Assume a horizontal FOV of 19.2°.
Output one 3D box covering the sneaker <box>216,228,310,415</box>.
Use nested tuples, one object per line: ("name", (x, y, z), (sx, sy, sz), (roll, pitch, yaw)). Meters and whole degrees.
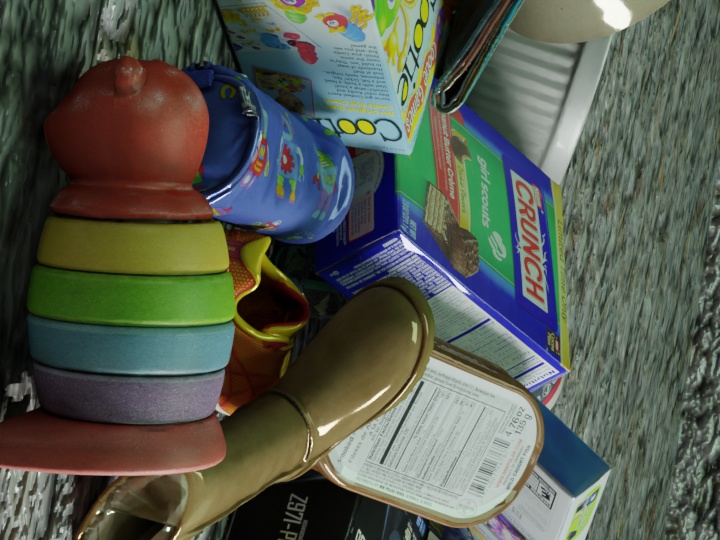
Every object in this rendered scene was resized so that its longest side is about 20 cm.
("sneaker", (-0.065, 0.042, 1.302), (0.200, 0.076, 0.074), (67, 34, -62))

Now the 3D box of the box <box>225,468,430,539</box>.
("box", (-0.025, 0.208, 1.491), (0.200, 0.085, 0.165), (68, 35, -59))

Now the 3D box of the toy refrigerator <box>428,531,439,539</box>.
("toy refrigerator", (0.056, 0.254, 1.656), (0.200, 0.069, 0.076), (-104, -143, -73))

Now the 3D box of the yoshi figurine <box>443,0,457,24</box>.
("yoshi figurine", (0.058, -0.266, 1.440), (0.112, 0.112, 0.201), (25, 91, -31))

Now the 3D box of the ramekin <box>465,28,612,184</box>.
("ramekin", (0.139, -0.176, 1.723), (0.200, 0.104, 0.202), (18, 90, -89))

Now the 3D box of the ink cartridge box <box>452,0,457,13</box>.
("ink cartridge box", (0.075, -0.308, 1.644), (0.100, 0.039, 0.201), (67, 35, -58))

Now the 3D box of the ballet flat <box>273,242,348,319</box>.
("ballet flat", (0.000, 0.000, 1.502), (0.200, 0.074, 0.075), (-32, 128, -68))

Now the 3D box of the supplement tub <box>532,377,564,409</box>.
("supplement tub", (0.087, 0.027, 1.671), (0.201, 0.139, 0.141), (79, 26, -48))

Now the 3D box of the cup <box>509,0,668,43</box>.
("cup", (0.152, -0.291, 1.564), (0.143, 0.199, 0.202), (49, 49, -42))

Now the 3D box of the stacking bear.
("stacking bear", (-0.118, -0.006, 1.068), (0.121, 0.113, 0.202), (-14, 107, -71))

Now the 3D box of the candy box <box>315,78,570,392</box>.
("candy box", (0.058, -0.028, 1.453), (0.200, 0.077, 0.170), (39, 38, -39))

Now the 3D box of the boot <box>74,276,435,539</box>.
("boot", (-0.054, 0.093, 1.222), (0.176, 0.066, 0.200), (-52, 166, 28))

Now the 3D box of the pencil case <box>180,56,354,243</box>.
("pencil case", (-0.066, -0.067, 1.243), (0.200, 0.077, 0.088), (21, 71, -72))

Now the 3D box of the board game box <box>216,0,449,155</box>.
("board game box", (-0.019, -0.175, 1.295), (0.201, 0.104, 0.104), (73, 31, -56))

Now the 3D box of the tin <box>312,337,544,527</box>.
("tin", (0.041, 0.101, 1.393), (0.199, 0.042, 0.113), (24, 92, -38))

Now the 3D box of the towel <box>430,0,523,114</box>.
("towel", (0.093, -0.199, 1.417), (0.147, 0.022, 0.200), (-59, -171, 27))

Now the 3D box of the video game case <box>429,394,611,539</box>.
("video game case", (0.084, 0.139, 1.563), (0.045, 0.200, 0.182), (-32, 153, -30))
